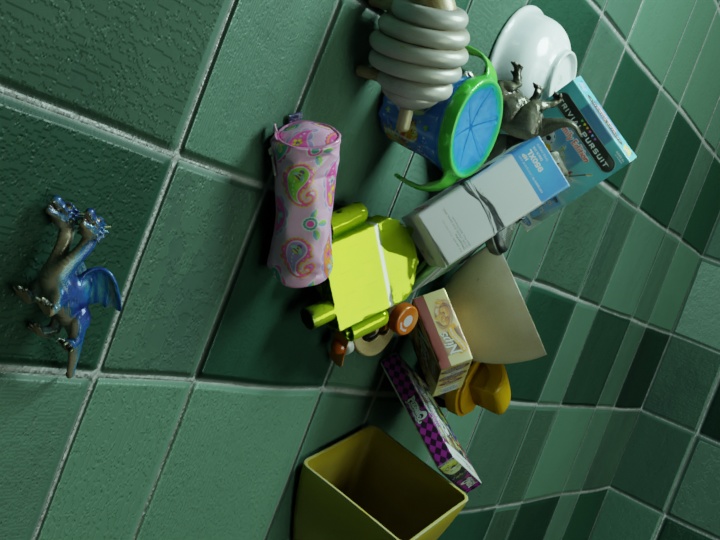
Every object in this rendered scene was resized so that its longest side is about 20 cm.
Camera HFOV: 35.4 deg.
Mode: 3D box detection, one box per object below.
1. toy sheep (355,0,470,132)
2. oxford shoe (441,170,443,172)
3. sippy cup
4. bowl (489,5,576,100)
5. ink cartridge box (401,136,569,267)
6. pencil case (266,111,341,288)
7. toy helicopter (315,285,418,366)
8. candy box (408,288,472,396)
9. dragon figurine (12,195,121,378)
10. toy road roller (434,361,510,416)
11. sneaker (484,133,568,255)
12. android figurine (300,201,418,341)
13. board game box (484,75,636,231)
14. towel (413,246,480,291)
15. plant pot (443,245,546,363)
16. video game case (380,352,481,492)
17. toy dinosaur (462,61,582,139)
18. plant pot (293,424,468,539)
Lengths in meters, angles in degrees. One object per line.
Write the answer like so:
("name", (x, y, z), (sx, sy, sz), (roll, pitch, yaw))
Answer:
("toy sheep", (0.069, -0.271, 1.396), (0.138, 0.138, 0.201), (-26, 131, -52))
("oxford shoe", (0.166, -0.159, 1.709), (0.071, 0.074, 0.200), (-56, 150, -20))
("sippy cup", (0.101, -0.206, 1.501), (0.178, 0.130, 0.140), (-49, 146, -30))
("bowl", (0.282, -0.312, 1.786), (0.201, 0.090, 0.202), (-39, 140, -42))
("ink cartridge box", (0.167, -0.092, 1.550), (0.200, 0.084, 0.145), (-33, -176, -5))
("pencil case", (-0.069, -0.081, 1.350), (0.087, 0.087, 0.201), (-34, 137, -46))
("toy helicopter", (-0.013, 0.058, 1.581), (0.132, 0.079, 0.200), (-52, 139, -10))
("candy box", (0.118, 0.113, 1.714), (0.055, 0.116, 0.200), (-20, 164, -7))
("dragon figurine", (-0.272, 0.023, 1.091), (0.099, 0.059, 0.201), (-47, 145, -33))
("toy road roller", (0.206, 0.159, 1.934), (0.200, 0.146, 0.123), (-54, 150, -23))
("sneaker", (0.239, -0.117, 1.664), (0.076, 0.114, 0.200), (51, 46, -50))
("android figurine", (0.000, 0.000, 1.507), (0.200, 0.041, 0.183), (-27, 116, -31))
("board game box", (0.296, -0.177, 1.736), (0.200, 0.151, 0.047), (-36, 178, 30))
("towel", (0.139, -0.029, 1.739), (0.200, 0.031, 0.149), (-27, 166, -49))
("plant pot", (0.199, 0.071, 1.821), (0.134, 0.201, 0.200), (-25, 148, 6))
("video game case", (0.113, 0.244, 1.797), (0.036, 0.200, 0.181), (-32, 149, 5))
("toy dinosaur", (0.233, -0.240, 1.675), (0.102, 0.200, 0.077), (-55, -176, -3))
("plant pot", (0.010, 0.388, 1.728), (0.200, 0.200, 0.177), (-17, 136, -56))
